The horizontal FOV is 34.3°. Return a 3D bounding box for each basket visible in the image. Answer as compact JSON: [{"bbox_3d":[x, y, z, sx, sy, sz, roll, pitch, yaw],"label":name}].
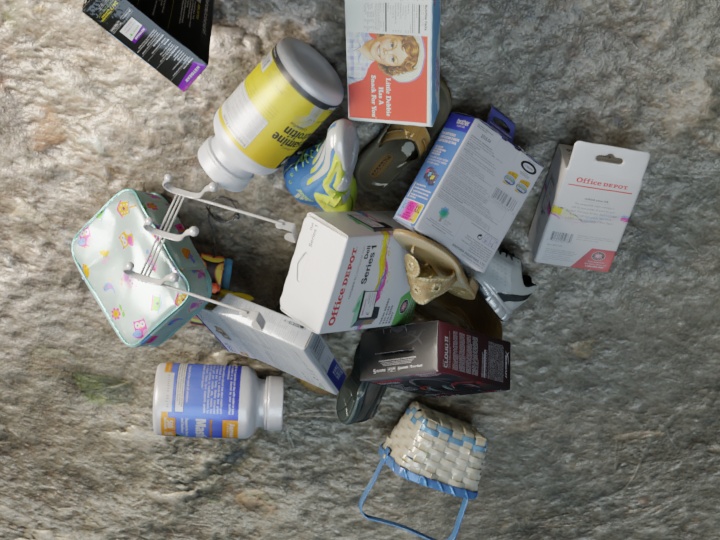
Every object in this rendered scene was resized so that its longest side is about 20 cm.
[{"bbox_3d":[0.109,0.330,1.879,0.174,0.139,0.202,23,91,-18],"label":"basket"}]

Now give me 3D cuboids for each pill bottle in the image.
[{"bbox_3d":[-0.122,-0.198,1.523,0.111,0.113,0.200,35,118,-24],"label":"pill bottle"},{"bbox_3d":[-0.217,0.203,1.804,0.196,0.113,0.113,3,126,-4],"label":"pill bottle"}]

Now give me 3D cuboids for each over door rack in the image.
[{"bbox_3d":[-0.192,-0.031,1.524,0.197,0.149,0.067,21,159,1],"label":"over door rack"}]

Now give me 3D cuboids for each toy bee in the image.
[{"bbox_3d":[-0.226,0.014,1.673,0.129,0.109,0.202,-7,126,5],"label":"toy bee"}]

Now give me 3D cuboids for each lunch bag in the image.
[{"bbox_3d":[-0.307,-0.003,1.618,0.160,0.201,0.077,-41,161,23],"label":"lunch bag"}]

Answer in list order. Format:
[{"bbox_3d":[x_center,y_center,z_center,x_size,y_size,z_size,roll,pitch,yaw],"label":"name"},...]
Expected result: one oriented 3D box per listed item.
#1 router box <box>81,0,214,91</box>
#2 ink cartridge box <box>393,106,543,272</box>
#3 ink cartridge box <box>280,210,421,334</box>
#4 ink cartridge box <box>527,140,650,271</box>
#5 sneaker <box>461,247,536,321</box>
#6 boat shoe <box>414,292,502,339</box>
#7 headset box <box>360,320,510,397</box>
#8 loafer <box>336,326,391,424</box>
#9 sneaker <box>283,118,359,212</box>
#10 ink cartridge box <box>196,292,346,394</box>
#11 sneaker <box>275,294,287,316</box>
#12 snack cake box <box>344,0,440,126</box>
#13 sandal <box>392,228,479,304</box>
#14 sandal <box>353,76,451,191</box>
[{"bbox_3d":[-0.246,-0.315,1.380,0.149,0.201,0.051,38,115,-25],"label":"router box"},{"bbox_3d":[0.154,-0.119,1.574,0.136,0.076,0.202,30,91,-29],"label":"ink cartridge box"},{"bbox_3d":[0.000,0.000,1.606,0.198,0.084,0.147,-4,118,-48],"label":"ink cartridge box"},{"bbox_3d":[0.319,-0.103,1.637,0.115,0.068,0.202,8,126,-8],"label":"ink cartridge box"},{"bbox_3d":[0.184,-0.016,1.701,0.080,0.074,0.200,-37,125,9],"label":"sneaker"},{"bbox_3d":[0.134,0.060,1.750,0.069,0.075,0.199,-23,133,39],"label":"boat shoe"},{"bbox_3d":[0.103,0.130,1.690,0.147,0.076,0.199,-11,160,40],"label":"headset box"},{"bbox_3d":[0.024,0.156,1.816,0.062,0.072,0.202,5,126,-32],"label":"loafer"},{"bbox_3d":[-0.058,-0.136,1.566,0.103,0.077,0.201,14,148,7],"label":"sneaker"},{"bbox_3d":[-0.132,0.098,1.680,0.198,0.041,0.200,20,162,20],"label":"ink cartridge box"},{"bbox_3d":[-0.051,0.028,1.720,0.098,0.079,0.201,17,132,-22],"label":"sneaker"},{"bbox_3d":[0.042,-0.289,1.467,0.113,0.067,0.203,6,121,11],"label":"snack cake box"},{"bbox_3d":[0.100,0.017,1.589,0.077,0.071,0.211,12,166,33],"label":"sandal"},{"bbox_3d":[0.058,-0.177,1.581,0.080,0.054,0.201,27,120,-20],"label":"sandal"}]
